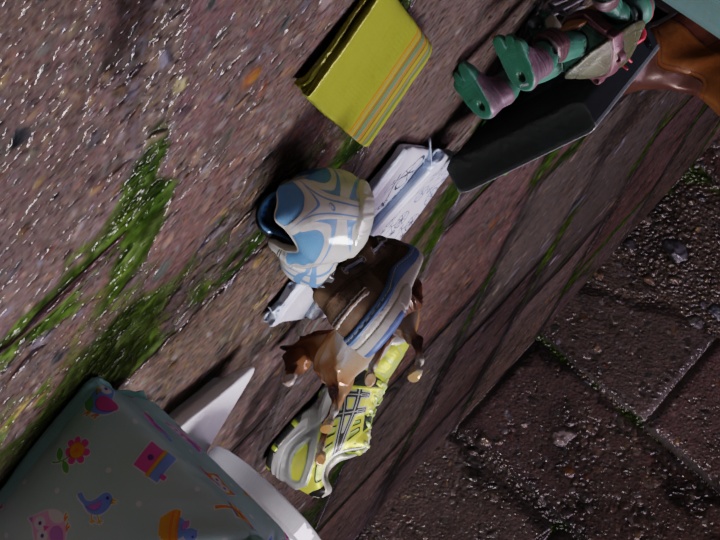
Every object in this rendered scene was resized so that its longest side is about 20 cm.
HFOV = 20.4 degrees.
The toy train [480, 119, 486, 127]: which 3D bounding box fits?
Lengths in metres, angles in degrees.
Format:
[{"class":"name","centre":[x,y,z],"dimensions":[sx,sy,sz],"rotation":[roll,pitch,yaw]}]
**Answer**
[{"class":"toy train","centre":[0.148,-0.128,1.869],"dimensions":[0.057,0.042,0.200],"rotation":[-65,165,21]}]

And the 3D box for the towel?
[{"class":"towel","centre":[0.005,-0.132,1.291],"dimensions":[0.086,0.018,0.200],"rotation":[-56,169,2]}]

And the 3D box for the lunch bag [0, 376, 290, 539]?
[{"class":"lunch bag","centre":[-0.166,0.201,1.303],"dimensions":[0.200,0.170,0.122],"rotation":[-50,163,2]}]

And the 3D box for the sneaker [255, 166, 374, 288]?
[{"class":"sneaker","centre":[-0.038,-0.032,1.363],"dimensions":[0.200,0.072,0.073],"rotation":[139,-34,-78]}]

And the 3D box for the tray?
[{"class":"tray","centre":[-0.156,0.157,1.616],"dimensions":[0.107,0.022,0.201],"rotation":[-38,164,-48]}]

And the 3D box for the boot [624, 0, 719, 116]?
[{"class":"boot","centre":[0.351,-0.180,2.094],"dimensions":[0.188,0.200,0.069],"rotation":[-44,169,-29]}]

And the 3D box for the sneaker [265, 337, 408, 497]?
[{"class":"sneaker","centre":[-0.010,0.147,2.068],"dimensions":[0.200,0.076,0.075],"rotation":[-51,168,-3]}]

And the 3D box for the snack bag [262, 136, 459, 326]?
[{"class":"snack bag","centre":[0.007,-0.030,1.653],"dimensions":[0.189,0.021,0.200],"rotation":[-51,170,9]}]

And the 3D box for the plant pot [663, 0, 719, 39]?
[{"class":"plant pot","centre":[0.324,-0.273,1.654],"dimensions":[0.200,0.196,0.200],"rotation":[-47,169,-12]}]

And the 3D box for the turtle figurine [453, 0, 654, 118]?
[{"class":"turtle figurine","centre":[0.168,-0.194,1.566],"dimensions":[0.200,0.101,0.150],"rotation":[-37,165,-33]}]

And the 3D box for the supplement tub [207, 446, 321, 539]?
[{"class":"supplement tub","centre":[-0.139,0.257,1.620],"dimensions":[0.200,0.132,0.132],"rotation":[-47,170,-14]}]

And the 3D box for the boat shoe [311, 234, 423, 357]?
[{"class":"boat shoe","centre":[0.000,0.000,1.516],"dimensions":[0.072,0.072,0.200],"rotation":[-48,-172,9]}]

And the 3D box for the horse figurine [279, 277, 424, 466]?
[{"class":"horse figurine","centre":[0.001,0.065,1.631],"dimensions":[0.200,0.050,0.133],"rotation":[-46,-153,36]}]

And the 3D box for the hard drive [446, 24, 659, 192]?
[{"class":"hard drive","centre":[0.165,-0.140,1.700],"dimensions":[0.139,0.033,0.200],"rotation":[-25,-168,32]}]
